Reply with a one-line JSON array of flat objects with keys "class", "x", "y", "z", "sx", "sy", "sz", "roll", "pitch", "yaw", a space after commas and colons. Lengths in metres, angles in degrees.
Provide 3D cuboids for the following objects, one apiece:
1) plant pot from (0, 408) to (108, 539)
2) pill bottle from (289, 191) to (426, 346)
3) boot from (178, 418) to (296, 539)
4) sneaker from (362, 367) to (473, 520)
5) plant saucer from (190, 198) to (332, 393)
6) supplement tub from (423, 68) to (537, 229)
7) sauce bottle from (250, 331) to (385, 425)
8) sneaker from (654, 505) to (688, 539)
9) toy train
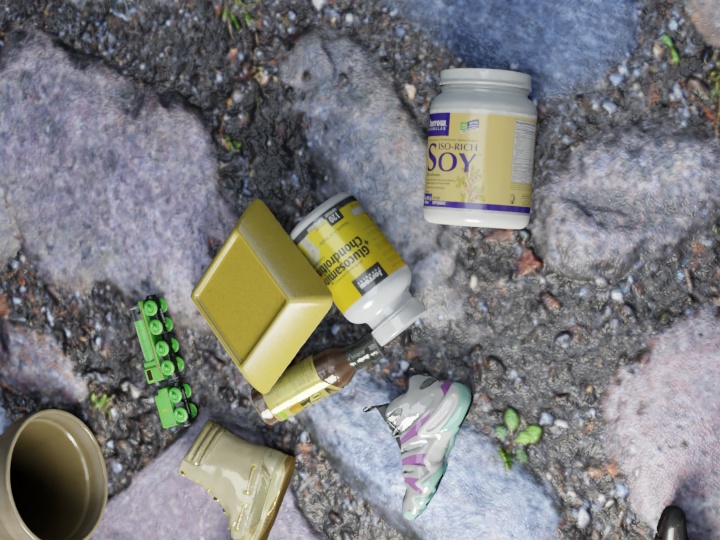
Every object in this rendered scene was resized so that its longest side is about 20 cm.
[{"class": "plant pot", "x": -0.499, "y": 0.316, "z": 1.688, "sx": 0.172, "sy": 0.200, "sz": 0.202, "roll": -15, "pitch": 89, "yaw": 28}, {"class": "pill bottle", "x": 0.000, "y": 0.000, "z": 1.594, "sx": 0.112, "sy": 0.112, "sz": 0.201, "roll": -39, "pitch": 84, "yaw": 11}, {"class": "boot", "x": -0.197, "y": 0.332, "z": 1.669, "sx": 0.154, "sy": 0.073, "sz": 0.202, "roll": 24, "pitch": 95, "yaw": 9}, {"class": "sneaker", "x": 0.062, "y": 0.234, "z": 1.615, "sx": 0.139, "sy": 0.078, "sz": 0.202, "roll": 22, "pitch": 87, "yaw": 12}, {"class": "plant saucer", "x": -0.153, "y": 0.038, "z": 1.602, "sx": 0.200, "sy": 0.048, "sz": 0.200, "roll": 51, "pitch": 123, "yaw": 24}, {"class": "supplement tub", "x": 0.160, "y": -0.160, "z": 1.537, "sx": 0.144, "sy": 0.145, "sz": 0.202, "roll": 4, "pitch": 93, "yaw": 12}, {"class": "sauce bottle", "x": -0.059, "y": 0.150, "z": 1.637, "sx": 0.199, "sy": 0.065, "sz": 0.065, "roll": -29, "pitch": 86, "yaw": 13}, {"class": "sneaker", "x": 0.451, "y": 0.412, "z": 1.544, "sx": 0.114, "sy": 0.076, "sz": 0.202, "roll": 3, "pitch": 103, "yaw": 7}, {"class": "toy train", "x": -0.292, "y": 0.135, "z": 1.700, "sx": 0.056, "sy": 0.042, "sz": 0.202, "roll": -17, "pitch": 89, "yaw": 23}]
